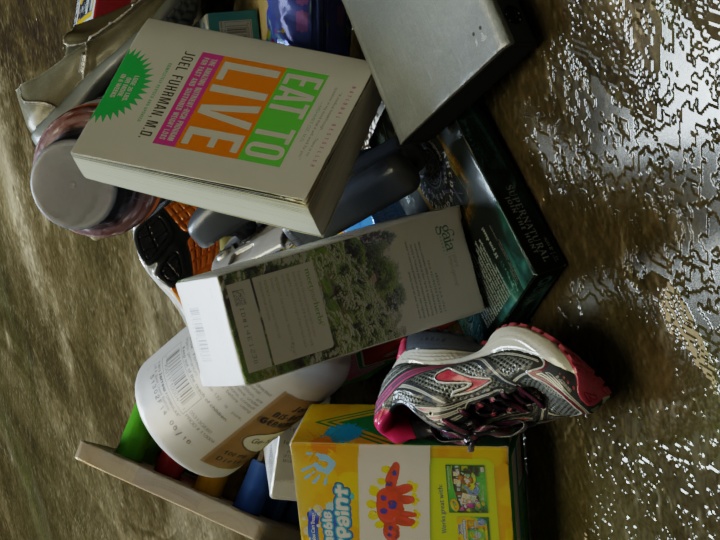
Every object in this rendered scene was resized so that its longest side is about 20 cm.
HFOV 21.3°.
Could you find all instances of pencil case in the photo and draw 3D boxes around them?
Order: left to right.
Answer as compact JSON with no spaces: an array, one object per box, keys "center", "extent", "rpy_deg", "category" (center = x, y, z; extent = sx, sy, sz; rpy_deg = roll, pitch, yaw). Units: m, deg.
[{"center":[-0.042,-0.160,1.466],"extent":[0.087,0.078,0.201],"rpy_deg":[-153,66,-78],"category":"pencil case"}]

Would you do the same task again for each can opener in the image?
[{"center":[-0.046,-0.053,1.418],"extent":[0.199,0.053,0.067],"rpy_deg":[-28,117,32],"category":"can opener"}]

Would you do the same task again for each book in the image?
[{"center":[-0.095,-0.110,1.400],"extent":[0.199,0.134,0.048],"rpy_deg":[13,152,24],"category":"book"}]

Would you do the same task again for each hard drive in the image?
[{"center":[0.038,-0.209,1.331],"extent":[0.140,0.033,0.201],"rpy_deg":[-41,65,49],"category":"hard drive"}]

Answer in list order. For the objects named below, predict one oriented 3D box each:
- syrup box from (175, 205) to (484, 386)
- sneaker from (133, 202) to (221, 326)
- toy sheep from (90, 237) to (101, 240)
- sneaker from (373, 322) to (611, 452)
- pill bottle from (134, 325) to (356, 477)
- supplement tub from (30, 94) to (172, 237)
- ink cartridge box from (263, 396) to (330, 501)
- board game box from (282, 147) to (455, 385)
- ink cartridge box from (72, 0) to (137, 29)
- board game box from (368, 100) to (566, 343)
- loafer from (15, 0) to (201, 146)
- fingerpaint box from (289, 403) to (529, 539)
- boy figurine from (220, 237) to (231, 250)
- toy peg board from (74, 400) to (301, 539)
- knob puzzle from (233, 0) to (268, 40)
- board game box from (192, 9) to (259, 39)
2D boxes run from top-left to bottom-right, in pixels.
[{"center":[-0.019,0.018,1.356],"extent":[0.081,0.199,0.079],"rpy_deg":[-8,98,63],"category":"syrup box"},{"center":[-0.139,0.020,1.675],"extent":[0.201,0.075,0.092],"rpy_deg":[61,169,20],"category":"sneaker"},{"center":[-0.217,-0.109,1.868],"extent":[0.138,0.137,0.201],"rpy_deg":[16,129,63],"category":"toy sheep"},{"center":[0.091,0.089,1.328],"extent":[0.081,0.075,0.199],"rpy_deg":[44,151,-26],"category":"sneaker"},{"center":[-0.072,0.064,1.491],"extent":[0.200,0.114,0.115],"rpy_deg":[-40,63,27],"category":"pill bottle"},{"center":[-0.196,-0.088,1.538],"extent":[0.200,0.106,0.108],"rpy_deg":[-48,-51,-72],"category":"supplement tub"},{"center":[-0.055,0.084,1.656],"extent":[0.200,0.044,0.177],"rpy_deg":[-114,31,-76],"category":"ink cartridge box"},{"center":[0.000,0.000,1.570],"extent":[0.200,0.040,0.154],"rpy_deg":[-40,68,64],"category":"board game box"},{"center":[-0.207,-0.232,1.723],"extent":[0.175,0.083,0.201],"rpy_deg":[172,107,-73],"category":"ink cartridge box"},{"center":[0.073,-0.052,1.394],"extent":[0.201,0.028,0.135],"rpy_deg":[64,155,20],"category":"board game box"},{"center":[-0.218,-0.190,1.623],"extent":[0.070,0.200,0.075],"rpy_deg":[49,-174,9],"category":"loafer"},{"center":[0.042,0.205,1.447],"extent":[0.073,0.166,0.201],"rpy_deg":[-59,-34,-64],"category":"fingerpaint box"},{"center":[-0.111,0.025,1.772],"extent":[0.125,0.064,0.201],"rpy_deg":[-74,-9,-46],"category":"boy figurine"},{"center":[-0.123,0.174,1.763],"extent":[0.198,0.200,0.098],"rpy_deg":[21,87,22],"category":"toy peg board"},{"center":[-0.074,-0.167,1.634],"extent":[0.220,0.030,0.221],"rpy_deg":[174,90,-74],"category":"knob puzzle"},{"center":[-0.127,-0.136,1.687],"extent":[0.200,0.047,0.152],"rpy_deg":[169,95,-73],"category":"board game box"}]
